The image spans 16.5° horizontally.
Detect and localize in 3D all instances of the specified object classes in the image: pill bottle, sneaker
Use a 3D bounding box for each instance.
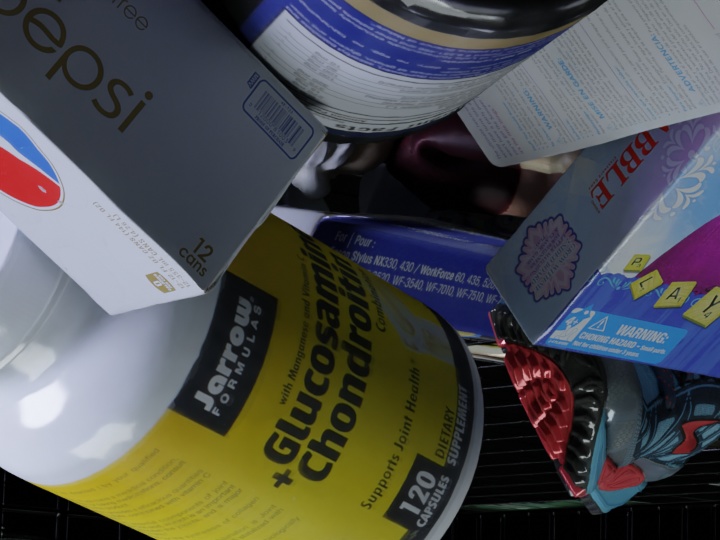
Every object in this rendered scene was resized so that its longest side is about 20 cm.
[{"bbox_3d":[-0.060,0.028,0.804,0.112,0.113,0.200,-7,152,43],"label":"pill bottle"},{"bbox_3d":[0.109,0.036,0.970,0.095,0.080,0.200,-28,168,4],"label":"sneaker"},{"bbox_3d":[0.007,-0.099,0.699,0.111,0.113,0.200,4,170,-15],"label":"pill bottle"}]

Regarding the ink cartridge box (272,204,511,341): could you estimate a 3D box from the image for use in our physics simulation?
[{"bbox_3d":[0.000,0.000,0.987,0.199,0.047,0.197,12,180,39],"label":"ink cartridge box"}]

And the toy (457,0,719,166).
[{"bbox_3d":[0.086,-0.103,0.774,0.199,0.047,0.115,-9,120,54],"label":"toy"}]

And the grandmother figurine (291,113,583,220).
[{"bbox_3d":[0.055,-0.041,0.945,0.199,0.061,0.121,13,158,-13],"label":"grandmother figurine"}]

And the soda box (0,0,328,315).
[{"bbox_3d":[-0.106,-0.079,0.677,0.200,0.064,0.068,45,155,-17],"label":"soda box"}]

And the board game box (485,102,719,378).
[{"bbox_3d":[0.175,-0.043,0.866,0.199,0.041,0.200,10,128,-43],"label":"board game box"}]

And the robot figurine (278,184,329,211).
[{"bbox_3d":[-0.094,-0.004,1.261,0.199,0.114,0.170,6,-151,-22],"label":"robot figurine"}]

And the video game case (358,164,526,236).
[{"bbox_3d":[0.115,-0.057,0.990,0.198,0.024,0.182,7,151,-10],"label":"video game case"}]
